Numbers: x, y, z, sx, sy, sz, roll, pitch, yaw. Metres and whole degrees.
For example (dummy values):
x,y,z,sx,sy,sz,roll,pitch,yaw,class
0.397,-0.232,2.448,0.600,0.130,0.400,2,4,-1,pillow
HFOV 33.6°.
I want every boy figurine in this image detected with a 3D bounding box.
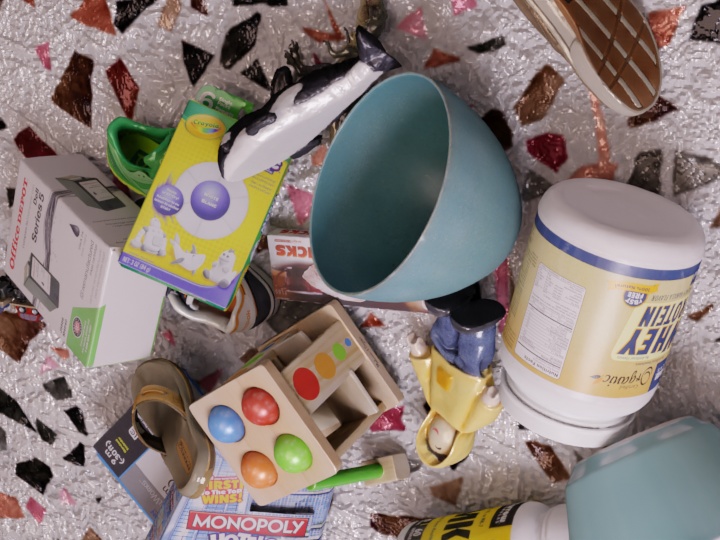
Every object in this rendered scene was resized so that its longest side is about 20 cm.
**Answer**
x,y,z,sx,sy,sz,roll,pitch,yaw,class
0.087,0.106,1.152,0.124,0.064,0.201,37,136,34,boy figurine

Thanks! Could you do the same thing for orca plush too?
x,y,z,sx,sy,sz,roll,pitch,yaw,class
-0.063,-0.164,1.094,0.200,0.105,0.071,-40,69,36,orca plush

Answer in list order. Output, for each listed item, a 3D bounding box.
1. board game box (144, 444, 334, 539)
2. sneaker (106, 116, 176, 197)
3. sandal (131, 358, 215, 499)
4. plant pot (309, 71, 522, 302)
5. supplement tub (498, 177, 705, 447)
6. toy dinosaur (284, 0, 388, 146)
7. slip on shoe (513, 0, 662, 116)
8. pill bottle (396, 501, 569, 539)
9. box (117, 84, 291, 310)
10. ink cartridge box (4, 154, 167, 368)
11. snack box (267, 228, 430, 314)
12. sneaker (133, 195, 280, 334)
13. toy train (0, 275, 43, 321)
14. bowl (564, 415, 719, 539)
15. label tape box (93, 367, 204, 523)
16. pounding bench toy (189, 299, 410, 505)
x,y,z,sx,sy,sz,roll,pitch,yaw,class
-0.127,0.253,1.275,0.198,0.062,0.201,7,117,-13,board game box
-0.185,-0.093,1.218,0.199,0.074,0.084,27,160,17,sneaker
-0.205,0.156,1.230,0.081,0.054,0.200,-64,36,21,sandal
0.064,-0.058,1.062,0.200,0.134,0.201,-30,51,45,plant pot
0.202,0.036,1.032,0.144,0.144,0.201,22,117,19,supplement tub
-0.028,-0.173,1.140,0.088,0.047,0.201,18,118,14,toy dinosaur
0.178,-0.215,1.009,0.200,0.076,0.061,49,162,-5,slip on shoe
0.140,0.291,1.175,0.199,0.114,0.115,-18,99,31,pill bottle
-0.143,-0.075,1.162,0.117,0.048,0.201,23,81,-5,box
-0.293,-0.014,1.272,0.200,0.084,0.146,39,123,37,ink cartridge box
0.000,0.000,1.196,0.199,0.024,0.072,5,112,26,snack box
-0.180,-0.009,1.258,0.200,0.079,0.079,36,122,14,sneaker
-0.386,0.037,1.411,0.199,0.034,0.046,7,123,25,toy train
0.260,0.198,1.050,0.200,0.200,0.106,-34,70,32,bowl
-0.230,0.229,1.378,0.144,0.063,0.200,49,122,5,label tape box
-0.046,0.166,1.193,0.124,0.156,0.201,-31,97,40,pounding bench toy
